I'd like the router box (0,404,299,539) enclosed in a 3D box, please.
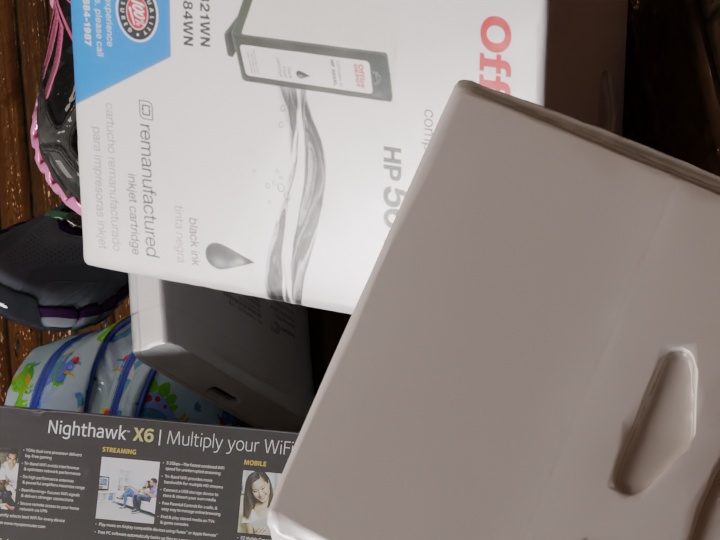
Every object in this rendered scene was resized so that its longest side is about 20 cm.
[{"bbox_3d":[-0.087,0.145,1.289,0.052,0.199,0.158,29,-114,-80],"label":"router box"}]

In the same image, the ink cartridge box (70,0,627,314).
[{"bbox_3d":[-0.005,-0.065,1.118,0.084,0.199,0.147,-40,-46,-57],"label":"ink cartridge box"}]

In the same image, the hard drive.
[{"bbox_3d":[-0.070,-0.032,1.394,0.027,0.132,0.201,-19,60,26],"label":"hard drive"}]

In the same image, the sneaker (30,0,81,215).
[{"bbox_3d":[-0.109,-0.113,1.303,0.096,0.078,0.201,103,162,-54],"label":"sneaker"}]

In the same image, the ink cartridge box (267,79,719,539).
[{"bbox_3d":[0.065,0.058,0.891,0.200,0.144,0.148,89,-156,-75],"label":"ink cartridge box"}]

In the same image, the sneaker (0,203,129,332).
[{"bbox_3d":[-0.126,-0.031,1.461,0.074,0.200,0.088,31,113,19],"label":"sneaker"}]

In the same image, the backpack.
[{"bbox_3d":[-0.108,0.122,1.409,0.153,0.163,0.201,-32,52,34],"label":"backpack"}]
